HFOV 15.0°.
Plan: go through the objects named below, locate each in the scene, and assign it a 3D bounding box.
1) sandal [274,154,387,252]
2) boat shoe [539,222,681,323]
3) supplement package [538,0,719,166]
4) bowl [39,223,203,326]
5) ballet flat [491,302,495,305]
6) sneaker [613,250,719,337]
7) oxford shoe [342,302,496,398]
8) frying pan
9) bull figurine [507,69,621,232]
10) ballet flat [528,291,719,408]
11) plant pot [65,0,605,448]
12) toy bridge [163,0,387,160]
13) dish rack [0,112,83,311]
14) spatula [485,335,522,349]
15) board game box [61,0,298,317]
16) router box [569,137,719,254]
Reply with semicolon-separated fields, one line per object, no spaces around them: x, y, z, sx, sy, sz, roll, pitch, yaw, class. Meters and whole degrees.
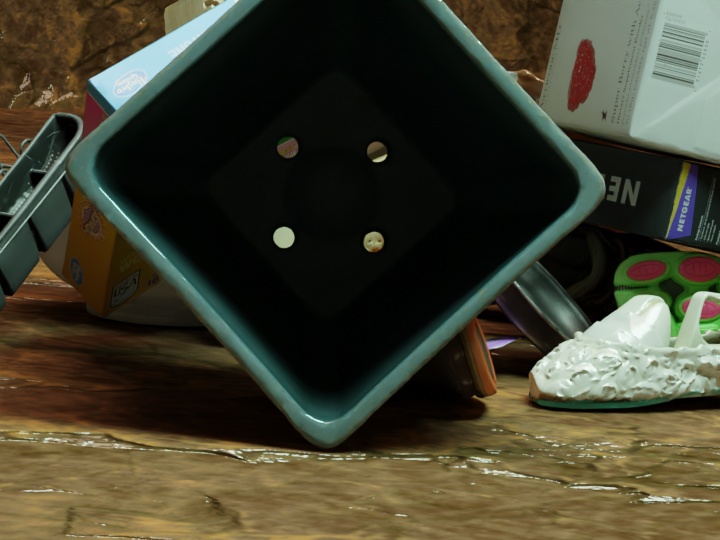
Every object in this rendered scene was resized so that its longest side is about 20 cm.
0.020;-0.031;1.657;0.212;0.078;0.070;-33;15;-18;sandal
0.148;0.002;1.798;0.200;0.072;0.072;19;4;-9;boat shoe
0.203;-0.132;1.721;0.120;0.121;0.200;12;2;-14;supplement package
-0.127;-0.015;1.767;0.201;0.090;0.201;5;7;-1;bowl
0.108;-0.001;1.902;0.200;0.067;0.067;8;11;32;ballet flat
0.242;0.032;1.734;0.200;0.077;0.084;13;-3;-24;sneaker
0.023;0.044;1.544;0.073;0.071;0.200;-20;10;-12;oxford shoe
0.092;-0.006;1.694;0.115;0.031;0.190;30;21;-54;frying pan
0.142;-0.058;1.911;0.121;0.200;0.065;10;45;22;bull figurine
0.182;0.044;1.581;0.200;0.072;0.072;0;8;-28;ballet flat
-0.013;-0.044;1.442;0.196;0.196;0.200;47;-1;0;plant pot
-0.027;-0.119;1.644;0.067;0.027;0.200;-25;-36;30;toy bridge
-0.268;-0.033;1.662;0.200;0.055;0.153;9;49;35;dish rack
0.002;0.040;1.678;0.200;0.021;0.057;7;10;24;spatula
-0.093;-0.073;1.566;0.153;0.200;0.040;-33;70;-26;board game box
0.203;-0.044;1.757;0.157;0.052;0.200;11;3;-32;router box
